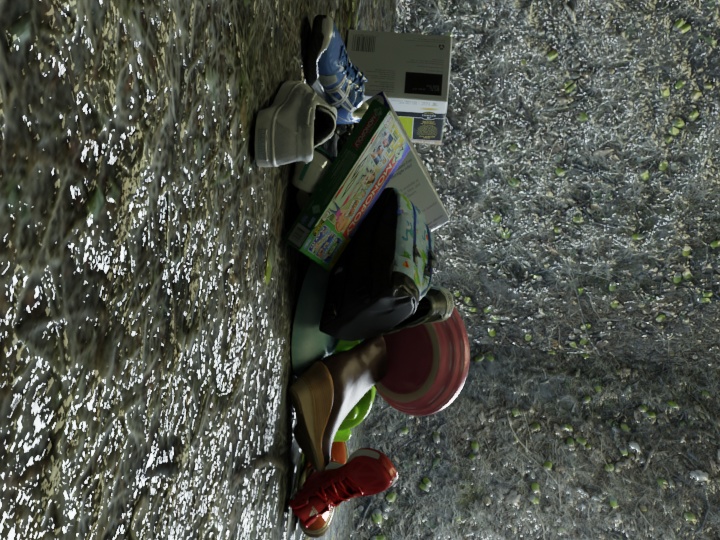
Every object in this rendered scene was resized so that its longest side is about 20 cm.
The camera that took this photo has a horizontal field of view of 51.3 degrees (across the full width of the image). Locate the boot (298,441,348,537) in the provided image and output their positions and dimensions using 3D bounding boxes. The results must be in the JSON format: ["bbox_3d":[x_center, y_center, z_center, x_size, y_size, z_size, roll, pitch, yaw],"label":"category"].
[{"bbox_3d":[-0.066,0.347,1.313,0.109,0.073,0.203,84,12,-47],"label":"boot"}]

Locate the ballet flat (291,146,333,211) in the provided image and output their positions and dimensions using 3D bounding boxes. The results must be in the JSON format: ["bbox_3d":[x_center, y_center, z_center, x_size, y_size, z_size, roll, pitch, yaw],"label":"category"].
[{"bbox_3d":[-0.057,-0.096,0.989,0.200,0.068,0.071,68,27,-72],"label":"ballet flat"}]

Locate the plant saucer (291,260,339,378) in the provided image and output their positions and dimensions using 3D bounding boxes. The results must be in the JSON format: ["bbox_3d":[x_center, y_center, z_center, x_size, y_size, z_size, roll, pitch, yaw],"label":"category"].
[{"bbox_3d":[-0.051,0.064,1.117,0.201,0.038,0.206,12,89,-76],"label":"plant saucer"}]

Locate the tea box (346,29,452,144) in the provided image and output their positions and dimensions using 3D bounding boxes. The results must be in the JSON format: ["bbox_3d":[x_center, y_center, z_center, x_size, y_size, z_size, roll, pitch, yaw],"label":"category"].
[{"bbox_3d":[0.070,-0.346,1.437,0.197,0.194,0.137,84,12,-75],"label":"tea box"}]

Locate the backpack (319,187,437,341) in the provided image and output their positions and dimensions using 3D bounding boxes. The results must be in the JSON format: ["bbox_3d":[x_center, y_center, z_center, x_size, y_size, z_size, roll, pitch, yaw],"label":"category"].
[{"bbox_3d":[0.029,-0.016,1.050,0.162,0.152,0.204,-33,-130,39],"label":"backpack"}]

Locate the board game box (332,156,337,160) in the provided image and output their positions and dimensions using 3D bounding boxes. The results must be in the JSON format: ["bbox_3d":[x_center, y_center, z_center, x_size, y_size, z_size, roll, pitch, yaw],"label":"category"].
[{"bbox_3d":[-0.051,-0.063,1.224,0.137,0.034,0.204,-80,174,-51],"label":"board game box"}]

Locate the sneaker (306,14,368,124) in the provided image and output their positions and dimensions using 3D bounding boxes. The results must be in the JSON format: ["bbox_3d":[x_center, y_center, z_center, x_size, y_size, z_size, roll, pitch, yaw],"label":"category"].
[{"bbox_3d":[-0.029,-0.263,0.995,0.201,0.075,0.078,80,18,-70],"label":"sneaker"}]

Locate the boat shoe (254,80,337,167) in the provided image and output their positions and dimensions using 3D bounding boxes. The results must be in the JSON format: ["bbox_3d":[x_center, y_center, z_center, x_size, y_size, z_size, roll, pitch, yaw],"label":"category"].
[{"bbox_3d":[-0.058,-0.153,0.776,0.200,0.067,0.074,-72,166,-72],"label":"boat shoe"}]

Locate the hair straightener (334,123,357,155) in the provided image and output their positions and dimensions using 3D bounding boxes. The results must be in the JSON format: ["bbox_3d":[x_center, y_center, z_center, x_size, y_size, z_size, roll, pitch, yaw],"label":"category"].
[{"bbox_3d":[-0.030,-0.197,1.139,0.077,0.040,0.206,1,86,-73],"label":"hair straightener"}]

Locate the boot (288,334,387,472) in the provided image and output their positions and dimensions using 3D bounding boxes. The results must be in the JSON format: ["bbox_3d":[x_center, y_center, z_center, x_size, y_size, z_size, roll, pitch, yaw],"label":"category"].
[{"bbox_3d":[-0.022,0.201,1.129,0.072,0.164,0.203,38,-34,40],"label":"boot"}]

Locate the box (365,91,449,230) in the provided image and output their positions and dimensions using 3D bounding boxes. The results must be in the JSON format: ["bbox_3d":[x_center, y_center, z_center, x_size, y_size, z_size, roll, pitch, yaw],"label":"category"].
[{"bbox_3d":[0.053,-0.175,1.291,0.202,0.103,0.185,57,10,-26],"label":"box"}]

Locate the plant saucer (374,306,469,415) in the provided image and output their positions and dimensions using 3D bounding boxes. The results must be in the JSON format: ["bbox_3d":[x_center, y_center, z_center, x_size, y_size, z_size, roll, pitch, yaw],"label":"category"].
[{"bbox_3d":[0.075,0.125,1.169,0.050,0.197,0.206,1,96,-50],"label":"plant saucer"}]

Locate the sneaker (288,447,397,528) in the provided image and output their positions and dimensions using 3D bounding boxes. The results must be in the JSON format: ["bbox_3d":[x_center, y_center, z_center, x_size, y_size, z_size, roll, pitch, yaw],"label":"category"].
[{"bbox_3d":[-0.033,0.340,1.130,0.199,0.079,0.115,-34,-175,47],"label":"sneaker"}]

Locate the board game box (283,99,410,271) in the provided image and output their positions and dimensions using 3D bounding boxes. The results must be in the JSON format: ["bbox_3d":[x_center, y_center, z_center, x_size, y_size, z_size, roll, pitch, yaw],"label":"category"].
[{"bbox_3d":[-0.013,-0.102,0.959,0.202,0.029,0.134,-57,161,-1],"label":"board game box"}]

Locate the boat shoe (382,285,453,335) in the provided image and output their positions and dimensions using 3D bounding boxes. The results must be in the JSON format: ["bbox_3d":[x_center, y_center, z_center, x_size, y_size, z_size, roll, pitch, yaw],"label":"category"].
[{"bbox_3d":[0.042,0.058,1.121,0.063,0.197,0.073,-5,82,-50],"label":"boat shoe"}]

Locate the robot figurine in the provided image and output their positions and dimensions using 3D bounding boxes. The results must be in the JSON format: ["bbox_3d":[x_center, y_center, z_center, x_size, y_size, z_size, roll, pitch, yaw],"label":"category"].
[{"bbox_3d":[-0.032,0.204,1.275,0.200,0.112,0.180,11,83,-86],"label":"robot figurine"}]
